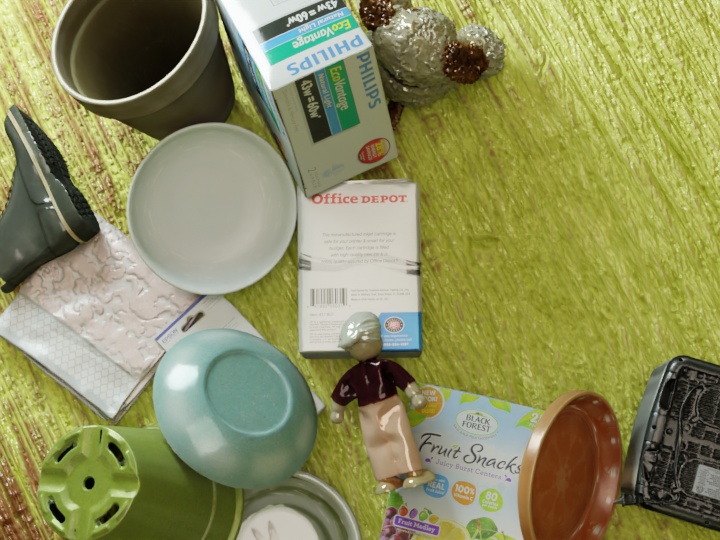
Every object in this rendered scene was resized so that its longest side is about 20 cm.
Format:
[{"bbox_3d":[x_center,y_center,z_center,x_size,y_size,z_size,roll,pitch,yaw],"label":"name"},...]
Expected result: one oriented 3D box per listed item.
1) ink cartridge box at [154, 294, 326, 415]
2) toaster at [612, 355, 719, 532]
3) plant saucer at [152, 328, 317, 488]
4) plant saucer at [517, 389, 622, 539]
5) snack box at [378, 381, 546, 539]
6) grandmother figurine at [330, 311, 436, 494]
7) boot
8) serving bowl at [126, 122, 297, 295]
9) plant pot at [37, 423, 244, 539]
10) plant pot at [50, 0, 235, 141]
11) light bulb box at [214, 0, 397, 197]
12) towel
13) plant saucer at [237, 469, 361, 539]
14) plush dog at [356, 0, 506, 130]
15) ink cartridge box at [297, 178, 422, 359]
[{"bbox_3d":[-0.142,0.123,1.657,0.099,0.039,0.200,-41,84,-9],"label":"ink cartridge box"},{"bbox_3d":[0.394,0.204,1.587,0.198,0.119,0.182,16,82,2],"label":"toaster"},{"bbox_3d":[-0.132,0.144,1.567,0.200,0.039,0.202,16,51,-21],"label":"plant saucer"},{"bbox_3d":[0.232,0.233,1.568,0.032,0.200,0.202,6,80,39],"label":"plant saucer"},{"bbox_3d":[0.124,0.244,1.601,0.167,0.068,0.202,10,80,19],"label":"snack box"},{"bbox_3d":[0.018,0.145,1.568,0.120,0.061,0.202,-14,88,16],"label":"grandmother figurine"},{"bbox_3d":[-0.416,-0.088,1.678,0.138,0.077,0.201,-35,64,8],"label":"boot"},{"bbox_3d":[-0.177,-0.076,1.643,0.198,0.066,0.202,-3,101,-14],"label":"serving bowl"},{"bbox_3d":[-0.255,0.246,1.541,0.198,0.190,0.202,-6,70,18],"label":"plant pot"},{"bbox_3d":[-0.233,-0.238,1.633,0.198,0.174,0.202,-8,64,17],"label":"plant pot"},{"bbox_3d":[-0.064,-0.230,1.593,0.124,0.199,0.201,-25,55,-6],"label":"light bulb box"},{"bbox_3d":[-0.314,0.052,1.679,0.199,0.032,0.192,36,84,6],"label":"towel"},{"bbox_3d":[-0.095,0.328,1.621,0.198,0.050,0.202,0,82,2],"label":"plant saucer"},{"bbox_3d":[0.062,-0.255,1.640,0.199,0.172,0.161,28,84,5],"label":"plush dog"},{"bbox_3d":[0.000,0.000,1.649,0.145,0.084,0.202,-1,81,3],"label":"ink cartridge box"}]
